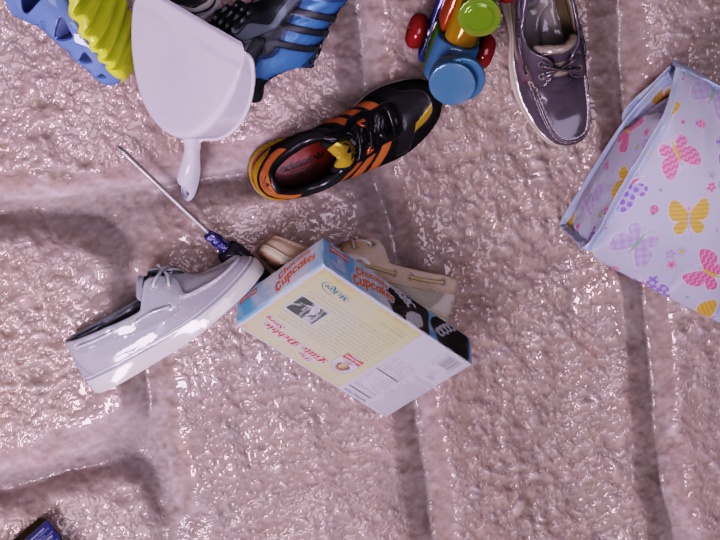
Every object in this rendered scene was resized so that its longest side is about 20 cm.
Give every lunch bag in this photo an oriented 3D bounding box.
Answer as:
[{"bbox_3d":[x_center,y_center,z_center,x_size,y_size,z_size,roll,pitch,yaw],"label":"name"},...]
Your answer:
[{"bbox_3d":[0.320,-0.081,1.402,0.170,0.127,0.200,26,104,-13],"label":"lunch bag"}]

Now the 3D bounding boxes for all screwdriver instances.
[{"bbox_3d":[-0.157,-0.044,1.353,0.200,0.028,0.029,39,82,-18],"label":"screwdriver"}]

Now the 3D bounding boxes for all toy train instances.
[{"bbox_3d":[0.106,-0.253,1.294,0.085,0.116,0.200,15,122,-8],"label":"toy train"}]

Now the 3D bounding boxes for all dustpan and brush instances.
[{"bbox_3d":[-0.154,-0.143,1.293,0.057,0.140,0.200,-23,138,-49],"label":"dustpan and brush"}]

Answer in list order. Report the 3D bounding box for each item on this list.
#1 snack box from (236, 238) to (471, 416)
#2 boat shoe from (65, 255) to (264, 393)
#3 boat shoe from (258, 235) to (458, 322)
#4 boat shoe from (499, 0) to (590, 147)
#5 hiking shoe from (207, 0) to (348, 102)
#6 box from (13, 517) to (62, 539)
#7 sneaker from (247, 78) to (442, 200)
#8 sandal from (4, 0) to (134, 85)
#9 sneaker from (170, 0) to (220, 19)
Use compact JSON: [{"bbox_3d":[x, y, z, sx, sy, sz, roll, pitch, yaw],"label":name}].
[{"bbox_3d":[-0.004,0.057,1.348,0.116,0.037,0.200,-34,128,30],"label":"snack box"},{"bbox_3d":[-0.185,0.035,1.335,0.201,0.070,0.072,-34,104,7],"label":"boat shoe"},{"bbox_3d":[0.000,0.000,1.379,0.200,0.072,0.065,21,85,-16],"label":"boat shoe"},{"bbox_3d":[0.180,-0.212,1.375,0.072,0.065,0.200,-16,103,-9],"label":"boat shoe"},{"bbox_3d":[-0.055,-0.234,1.328,0.200,0.074,0.087,-34,125,-2],"label":"hiking shoe"},{"bbox_3d":[-0.291,0.352,1.374,0.121,0.032,0.200,-41,107,-32],"label":"box"},{"bbox_3d":[-0.006,-0.116,1.341,0.200,0.090,0.070,-25,105,-6],"label":"sneaker"},{"bbox_3d":[-0.275,-0.245,1.276,0.087,0.080,0.200,-22,117,31],"label":"sandal"},{"bbox_3d":[-0.201,-0.298,1.271,0.200,0.080,0.074,36,93,-15],"label":"sneaker"}]
